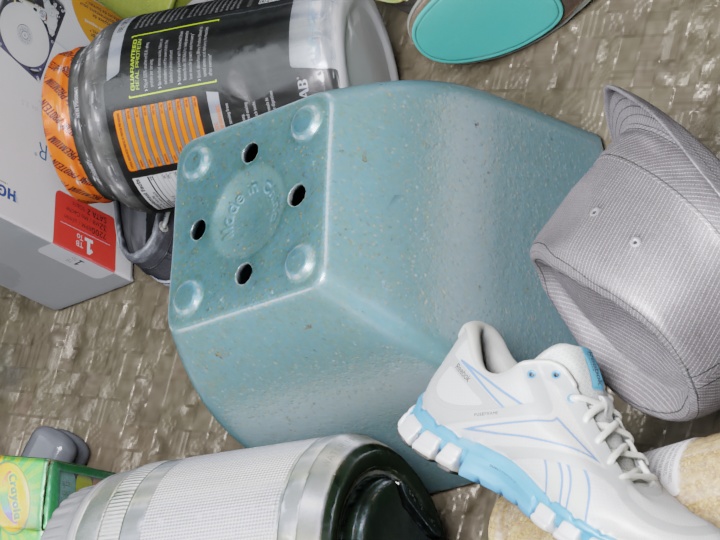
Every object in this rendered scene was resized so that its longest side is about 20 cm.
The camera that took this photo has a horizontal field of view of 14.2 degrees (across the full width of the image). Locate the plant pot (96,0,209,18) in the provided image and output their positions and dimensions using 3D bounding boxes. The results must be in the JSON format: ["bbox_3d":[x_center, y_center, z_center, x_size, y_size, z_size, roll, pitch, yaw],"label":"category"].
[{"bbox_3d":[-0.127,-0.236,1.872,0.187,0.187,0.200,-47,54,16],"label":"plant pot"}]

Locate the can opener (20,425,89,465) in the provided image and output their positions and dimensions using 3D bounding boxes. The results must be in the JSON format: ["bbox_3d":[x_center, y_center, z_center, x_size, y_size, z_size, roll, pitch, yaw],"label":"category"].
[{"bbox_3d":[-0.218,0.201,1.842,0.067,0.053,0.201,27,90,14],"label":"can opener"}]

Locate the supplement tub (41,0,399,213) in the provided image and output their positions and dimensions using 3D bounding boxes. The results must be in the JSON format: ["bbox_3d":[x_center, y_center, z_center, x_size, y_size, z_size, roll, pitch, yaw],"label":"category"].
[{"bbox_3d":[-0.085,-0.103,1.759,0.199,0.123,0.123,-9,64,19],"label":"supplement tub"}]

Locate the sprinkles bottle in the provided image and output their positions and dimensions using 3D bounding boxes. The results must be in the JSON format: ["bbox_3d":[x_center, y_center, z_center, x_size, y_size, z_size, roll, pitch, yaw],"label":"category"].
[{"bbox_3d":[0.162,0.123,1.495,0.199,0.068,0.069,-20,58,37],"label":"sprinkles bottle"}]

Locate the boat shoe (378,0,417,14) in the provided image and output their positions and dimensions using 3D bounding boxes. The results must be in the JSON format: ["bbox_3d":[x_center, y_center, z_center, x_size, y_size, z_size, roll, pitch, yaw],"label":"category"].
[{"bbox_3d":[0.005,-0.213,1.806,0.201,0.060,0.072,38,99,46],"label":"boat shoe"}]

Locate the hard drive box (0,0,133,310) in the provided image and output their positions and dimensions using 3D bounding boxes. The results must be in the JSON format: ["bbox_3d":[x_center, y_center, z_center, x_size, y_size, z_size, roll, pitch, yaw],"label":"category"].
[{"bbox_3d":[-0.224,-0.097,1.901,0.077,0.156,0.201,-19,60,35],"label":"hard drive box"}]

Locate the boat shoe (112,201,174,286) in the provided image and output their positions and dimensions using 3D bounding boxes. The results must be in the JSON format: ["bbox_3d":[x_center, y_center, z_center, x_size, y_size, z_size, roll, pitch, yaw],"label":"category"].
[{"bbox_3d":[-0.134,-0.086,1.872,0.072,0.068,0.201,-22,57,35],"label":"boat shoe"}]

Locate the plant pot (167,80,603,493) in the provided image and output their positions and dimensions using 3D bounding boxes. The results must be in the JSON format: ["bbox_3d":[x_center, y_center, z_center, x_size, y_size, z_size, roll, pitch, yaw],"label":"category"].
[{"bbox_3d":[0.000,0.000,1.611,0.195,0.200,0.197,-18,59,37],"label":"plant pot"}]

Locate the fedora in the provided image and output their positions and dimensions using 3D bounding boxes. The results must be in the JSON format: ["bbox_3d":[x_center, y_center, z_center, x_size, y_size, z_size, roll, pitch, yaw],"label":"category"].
[{"bbox_3d":[0.150,0.006,1.473,0.090,0.177,0.200,-34,45,-11],"label":"fedora"}]

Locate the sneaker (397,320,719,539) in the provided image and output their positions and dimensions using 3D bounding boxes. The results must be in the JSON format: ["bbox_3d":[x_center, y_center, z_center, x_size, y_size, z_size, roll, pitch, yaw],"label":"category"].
[{"bbox_3d":[0.108,0.086,1.451,0.199,0.075,0.087,29,100,33],"label":"sneaker"}]

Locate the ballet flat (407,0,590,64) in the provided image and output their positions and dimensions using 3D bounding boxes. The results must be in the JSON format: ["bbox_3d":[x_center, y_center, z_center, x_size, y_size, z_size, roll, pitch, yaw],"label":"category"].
[{"bbox_3d":[0.115,-0.185,1.701,0.199,0.067,0.064,-28,26,30],"label":"ballet flat"}]

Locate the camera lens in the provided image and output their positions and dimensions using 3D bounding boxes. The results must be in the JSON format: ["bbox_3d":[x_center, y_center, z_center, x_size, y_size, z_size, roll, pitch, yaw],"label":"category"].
[{"bbox_3d":[-0.060,0.179,1.593,0.199,0.160,0.161,-10,64,28],"label":"camera lens"}]

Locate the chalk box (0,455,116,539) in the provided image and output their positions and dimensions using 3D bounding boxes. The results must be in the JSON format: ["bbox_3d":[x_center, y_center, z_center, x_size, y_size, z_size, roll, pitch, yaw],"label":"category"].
[{"bbox_3d":[-0.220,0.174,1.755,0.199,0.124,0.125,2,82,14],"label":"chalk box"}]
